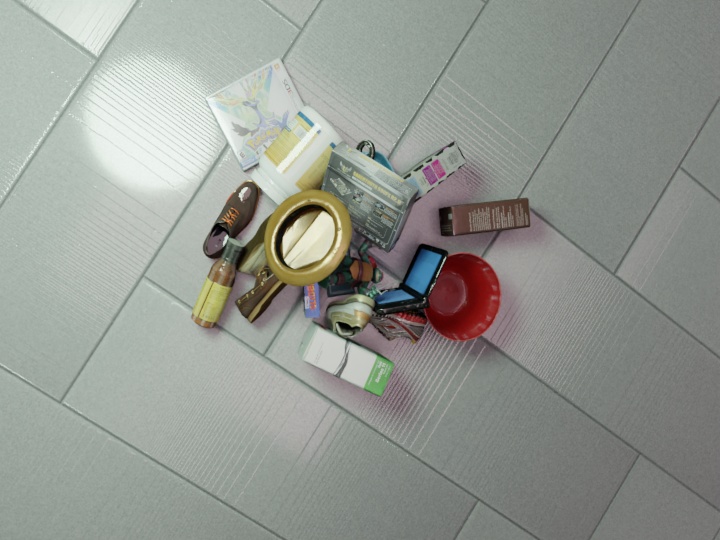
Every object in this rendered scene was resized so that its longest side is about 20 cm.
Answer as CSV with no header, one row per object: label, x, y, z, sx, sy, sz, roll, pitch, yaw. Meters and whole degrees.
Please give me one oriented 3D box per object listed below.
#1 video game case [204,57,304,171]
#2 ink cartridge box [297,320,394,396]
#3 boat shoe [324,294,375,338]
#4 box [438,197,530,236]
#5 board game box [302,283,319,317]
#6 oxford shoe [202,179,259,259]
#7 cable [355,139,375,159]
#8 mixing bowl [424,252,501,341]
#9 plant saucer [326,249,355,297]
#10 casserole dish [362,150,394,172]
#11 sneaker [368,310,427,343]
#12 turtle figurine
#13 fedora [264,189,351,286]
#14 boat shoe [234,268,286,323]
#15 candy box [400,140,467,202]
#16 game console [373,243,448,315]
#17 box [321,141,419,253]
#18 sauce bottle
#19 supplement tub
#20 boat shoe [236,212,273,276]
video game case,-0.227,-0.357,1.383,0.197,0.022,0.185,-30,97,-7
ink cartridge box,-0.037,0.198,1.380,0.197,0.146,0.085,26,87,-11
boat shoe,-0.035,0.109,1.333,0.073,0.200,0.070,23,67,-15
box,0.296,-0.127,1.446,0.195,0.100,0.077,-5,94,-9
board game box,-0.114,-0.004,1.362,0.034,0.135,0.206,-2,92,-7
oxford shoe,-0.287,-0.113,1.358,0.070,0.072,0.203,29,87,-9
cable,-0.013,-0.190,1.361,0.097,0.050,0.202,40,119,19
mixing bowl,0.225,0.058,1.436,0.195,0.108,0.206,-1,93,-12
plant saucer,-0.057,-0.041,1.431,0.068,0.019,0.206,-8,95,-9
casserole dish,0.037,-0.184,1.430,0.120,0.039,0.203,-32,98,-7
sneaker,0.059,0.126,1.429,0.195,0.078,0.084,13,100,-5
turtle figurine,0.000,0.000,1.336,0.196,0.100,0.153,8,62,-35
fedora,-0.101,-0.061,1.236,0.196,0.082,0.206,-3,78,17
boat shoe,-0.212,0.033,1.349,0.071,0.070,0.200,48,113,7
candy box,0.129,-0.203,1.361,0.199,0.136,0.062,-39,100,-31
game console,0.092,0.016,1.362,0.171,0.200,0.120,-8,99,-11
box,0.011,-0.154,1.285,0.198,0.160,0.048,32,45,11
sauce bottle,-0.314,0.028,1.347,0.065,0.066,0.203,26,101,-10
supplement tub,-0.134,-0.243,1.336,0.144,0.145,0.200,43,93,-9
boat shoe,-0.202,-0.058,1.344,0.064,0.073,0.200,25,125,-32
